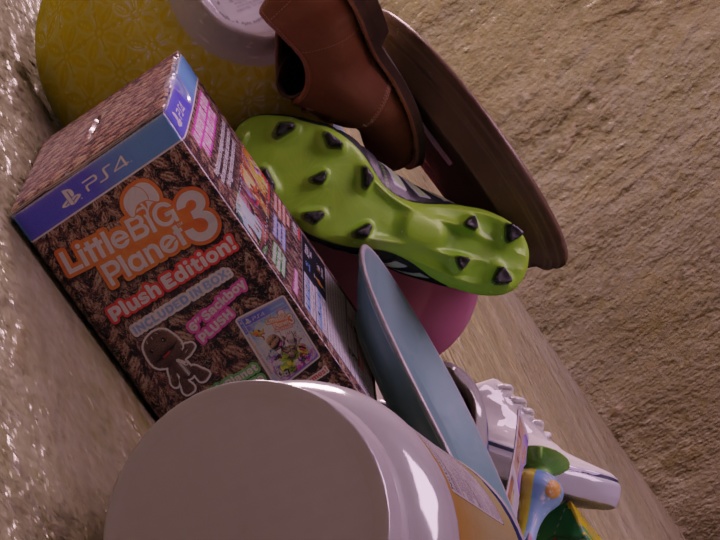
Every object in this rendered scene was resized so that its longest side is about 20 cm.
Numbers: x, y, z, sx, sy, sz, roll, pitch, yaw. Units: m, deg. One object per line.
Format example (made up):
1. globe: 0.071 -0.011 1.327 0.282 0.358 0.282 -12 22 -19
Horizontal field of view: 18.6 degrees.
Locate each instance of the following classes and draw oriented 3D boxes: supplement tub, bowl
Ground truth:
1. supplement tub: -0.015 0.129 0.936 0.145 0.144 0.200 60 8 23
2. bowl: -0.087 -0.146 1.327 0.201 0.199 0.108 59 -37 10

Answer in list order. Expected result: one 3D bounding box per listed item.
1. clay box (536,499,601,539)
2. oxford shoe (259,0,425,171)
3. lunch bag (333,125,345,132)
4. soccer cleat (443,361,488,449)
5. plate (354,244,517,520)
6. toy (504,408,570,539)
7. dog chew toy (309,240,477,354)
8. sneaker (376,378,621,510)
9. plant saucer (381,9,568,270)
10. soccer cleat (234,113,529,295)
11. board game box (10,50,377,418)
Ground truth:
1. clay box: 0.153 0.262 1.596 0.200 0.114 0.048 51 10 -39
2. oxford shoe: -0.014 -0.114 1.291 0.071 0.071 0.200 51 -5 35
3. lunch bag: -0.104 -0.101 1.435 0.171 0.127 0.200 58 24 10
4. soccer cleat: 0.051 0.153 1.383 0.086 0.069 0.202 68 16 -69
5. plate: 0.038 0.079 1.228 0.201 0.025 0.200 61 7 -12
6. toy: 0.104 0.199 1.329 0.116 0.047 0.201 71 24 -54
7. dog chew toy: 0.000 0.000 1.426 0.125 0.124 0.200 59 17 17
8. sneaker: 0.098 0.115 1.561 0.198 0.071 0.073 21 -13 -10
9. plant saucer: 0.061 -0.077 1.390 0.201 0.029 0.200 53 -5 7
10. soccer cleat: 0.006 -0.032 1.307 0.199 0.068 0.081 24 -14 -16
11. board game box: -0.084 0.003 1.182 0.201 0.096 0.160 56 8 -14
